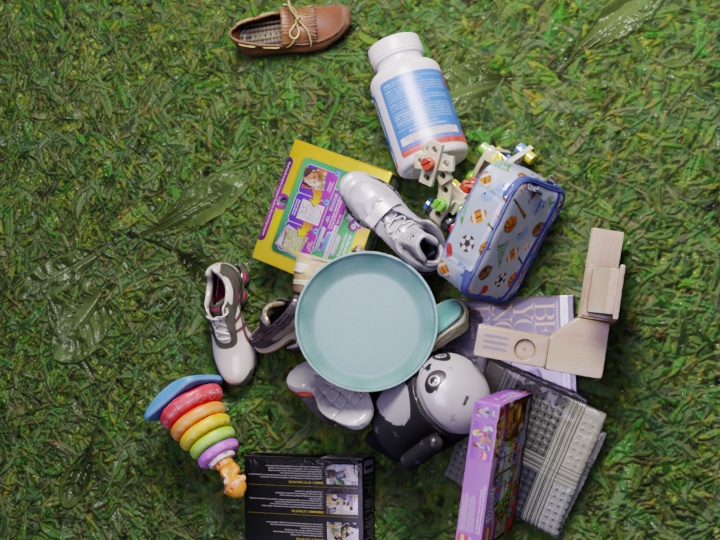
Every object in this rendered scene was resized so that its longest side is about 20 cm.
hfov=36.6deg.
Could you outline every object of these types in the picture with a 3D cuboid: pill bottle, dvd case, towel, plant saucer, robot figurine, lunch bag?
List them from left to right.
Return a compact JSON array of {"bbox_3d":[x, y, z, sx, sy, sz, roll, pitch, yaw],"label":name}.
[{"bbox_3d":[0.008,0.073,1.531,0.200,0.036,0.200,0,76,1],"label":"plant saucer"},{"bbox_3d":[0.080,-0.247,1.619,0.112,0.112,0.200,-21,78,18],"label":"pill bottle"},{"bbox_3d":[0.092,0.198,1.547,0.200,0.125,0.150,-39,66,39],"label":"robot figurine"},{"bbox_3d":[0.203,-0.055,1.528,0.076,0.160,0.200,38,105,37],"label":"lunch bag"},{"bbox_3d":[0.214,0.113,1.582,0.200,0.016,0.149,-3,83,21],"label":"dvd case"},{"bbox_3d":[0.235,0.248,1.548,0.193,0.035,0.200,25,103,24],"label":"towel"}]

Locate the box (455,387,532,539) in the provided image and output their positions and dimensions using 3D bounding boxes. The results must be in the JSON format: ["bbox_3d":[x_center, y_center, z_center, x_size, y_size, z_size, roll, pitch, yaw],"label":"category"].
[{"bbox_3d":[0.183,0.267,1.479,0.039,0.137,0.200,10,96,27],"label":"box"}]

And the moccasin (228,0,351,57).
[{"bbox_3d":[-0.112,-0.387,1.725,0.201,0.078,0.074,0,85,22],"label":"moccasin"}]

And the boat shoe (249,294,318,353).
[{"bbox_3d":[-0.120,0.074,1.642,0.065,0.200,0.072,44,61,-14],"label":"boat shoe"}]

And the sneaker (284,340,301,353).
[{"bbox_3d":[-0.019,0.123,1.646,0.200,0.076,0.116,-21,103,36],"label":"sneaker"}]

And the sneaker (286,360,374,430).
[{"bbox_3d":[-0.032,0.196,1.610,0.077,0.082,0.200,-37,31,-15],"label":"sneaker"}]

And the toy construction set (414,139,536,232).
[{"bbox_3d":[0.155,-0.127,1.547,0.092,0.200,0.131,54,128,31],"label":"toy construction set"}]

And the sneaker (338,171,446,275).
[{"bbox_3d":[0.054,-0.070,1.574,0.200,0.115,0.075,44,87,-8],"label":"sneaker"}]

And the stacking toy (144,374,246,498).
[{"bbox_3d":[-0.231,0.265,1.688,0.116,0.110,0.200,-41,69,16],"label":"stacking toy"}]

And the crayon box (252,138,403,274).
[{"bbox_3d":[-0.052,-0.081,1.683,0.172,0.058,0.200,22,93,19],"label":"crayon box"}]

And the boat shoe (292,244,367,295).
[{"bbox_3d":[0.000,0.000,1.601,0.200,0.072,0.076,2,88,-22],"label":"boat shoe"}]

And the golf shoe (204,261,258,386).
[{"bbox_3d":[-0.216,0.086,1.718,0.077,0.088,0.200,-10,82,19],"label":"golf shoe"}]

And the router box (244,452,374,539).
[{"bbox_3d":[-0.079,0.355,1.655,0.200,0.051,0.149,-2,86,22],"label":"router box"}]

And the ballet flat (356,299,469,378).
[{"bbox_3d":[0.074,0.115,1.573,0.200,0.062,0.067,-30,54,-2],"label":"ballet flat"}]

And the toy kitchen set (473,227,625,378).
[{"bbox_3d":[0.258,0.033,1.473,0.180,0.163,0.200,9,85,10],"label":"toy kitchen set"}]
